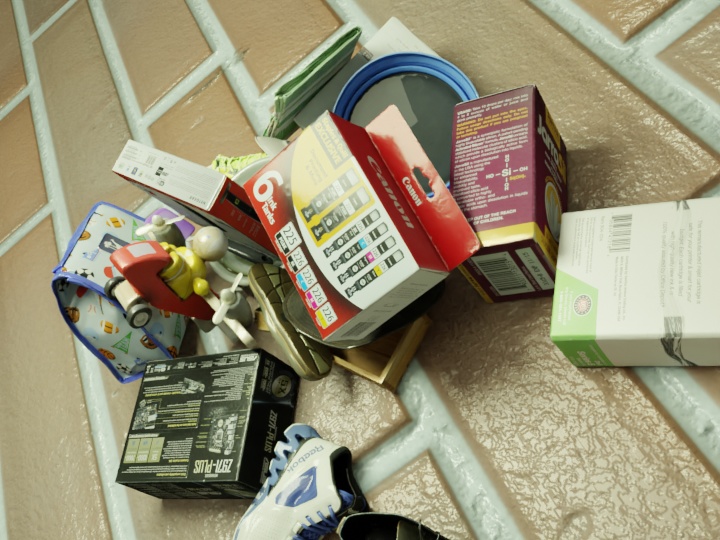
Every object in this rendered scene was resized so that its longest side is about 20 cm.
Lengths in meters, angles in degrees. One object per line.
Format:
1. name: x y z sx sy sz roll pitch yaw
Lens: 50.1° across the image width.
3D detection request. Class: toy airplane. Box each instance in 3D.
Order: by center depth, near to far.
1. toy airplane: -0.207 0.011 0.978 0.142 0.199 0.199 -55 10 8

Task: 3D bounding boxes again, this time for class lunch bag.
1. lunch bag: -0.325 0.023 1.066 0.123 0.200 0.171 -21 34 20

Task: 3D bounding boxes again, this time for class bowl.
1. bowl: 0.061 -0.180 1.000 0.199 0.039 0.202 -1 85 7

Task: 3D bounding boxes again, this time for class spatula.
1. spatula: -0.209 -0.041 1.066 0.199 0.021 0.057 19 40 18

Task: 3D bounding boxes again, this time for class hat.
1. hat: 0.000 0.000 0.911 0.199 0.081 0.201 -6 36 4

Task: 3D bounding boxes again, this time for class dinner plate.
1. dinner plate: -0.048 -0.120 0.991 0.024 0.200 0.200 -54 47 10

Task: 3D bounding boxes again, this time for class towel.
1. towel: -0.074 -0.243 1.060 0.023 0.200 0.153 45 72 0

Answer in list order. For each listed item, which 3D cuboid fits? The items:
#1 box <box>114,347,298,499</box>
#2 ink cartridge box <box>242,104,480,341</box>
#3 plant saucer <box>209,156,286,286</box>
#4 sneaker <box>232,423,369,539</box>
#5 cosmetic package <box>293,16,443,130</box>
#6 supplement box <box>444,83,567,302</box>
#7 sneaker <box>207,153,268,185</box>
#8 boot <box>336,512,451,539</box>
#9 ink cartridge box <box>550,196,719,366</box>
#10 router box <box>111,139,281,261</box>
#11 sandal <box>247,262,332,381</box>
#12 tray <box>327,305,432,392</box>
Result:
1. box: -0.190 0.196 0.970 0.199 0.086 0.165 -10 57 29
2. ink cartridge box: -0.001 -0.057 0.807 0.175 0.084 0.201 -38 70 22
3. plant saucer: -0.133 -0.066 1.108 0.199 0.050 0.202 -12 65 26
4. sneaker: -0.059 0.270 0.840 0.115 0.081 0.201 4 64 38
5. cosmetic package: 0.018 -0.234 1.071 0.113 0.081 0.200 43 90 12
6. supplement box: 0.169 -0.083 0.870 0.103 0.131 0.201 -10 59 29
7. sneaker: -0.184 -0.143 1.181 0.199 0.076 0.076 -19 52 22
8. boot: 0.068 0.284 0.734 0.199 0.097 0.075 5 66 36
9. ink cartridge box: 0.299 0.014 0.752 0.199 0.084 0.146 -4 61 33
10. router box: -0.197 -0.089 1.015 0.199 0.179 0.049 22 81 36
11. sandal: -0.097 0.065 0.959 0.054 0.080 0.201 -51 48 26
12. tray: -0.016 0.070 0.964 0.199 0.037 0.099 20 75 39
